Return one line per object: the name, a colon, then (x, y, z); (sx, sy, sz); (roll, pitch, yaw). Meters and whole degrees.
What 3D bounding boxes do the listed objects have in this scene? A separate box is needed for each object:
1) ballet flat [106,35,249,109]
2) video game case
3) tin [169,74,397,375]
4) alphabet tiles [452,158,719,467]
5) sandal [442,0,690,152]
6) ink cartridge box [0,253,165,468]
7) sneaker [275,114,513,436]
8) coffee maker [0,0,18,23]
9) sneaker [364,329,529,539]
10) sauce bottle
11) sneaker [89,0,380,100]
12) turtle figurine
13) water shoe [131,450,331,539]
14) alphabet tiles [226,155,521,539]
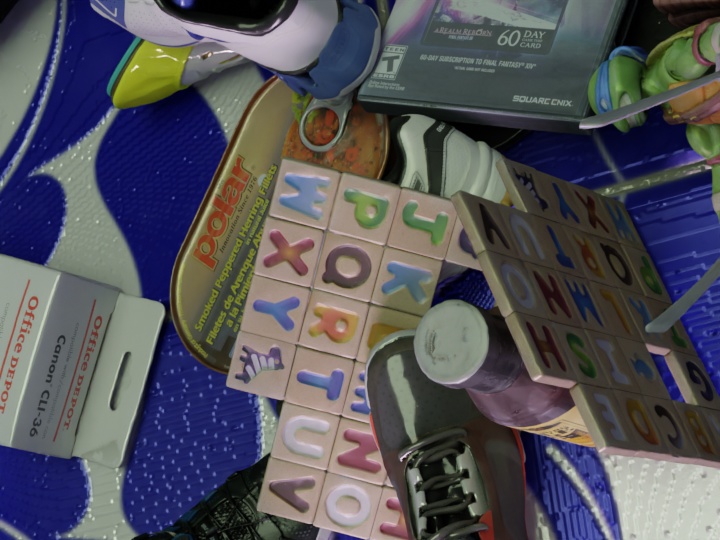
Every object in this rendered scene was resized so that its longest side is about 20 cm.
ballet flat: (-0.081, -0.171, 1.208); (0.067, 0.067, 0.200); (37, 97, 7)
video game case: (0.094, -0.171, 1.095); (0.142, 0.019, 0.201); (8, 66, 30)
tin: (-0.043, -0.030, 1.166); (0.112, 0.042, 0.201); (27, 93, 27)
alphabet tiles: (0.118, 0.020, 0.961); (0.008, 0.200, 0.168); (-34, 64, 25)
sandal: (0.104, -0.125, 1.099); (0.200, 0.045, 0.075); (-26, 68, 22)
ink cartridge box: (-0.232, 0.049, 1.237); (0.199, 0.067, 0.117); (13, 86, 31)
sneaker: (0.000, 0.000, 1.092); (0.088, 0.076, 0.200); (33, 97, -14)
coffee maker: (-0.261, -0.224, 1.261); (0.200, 0.134, 0.192); (-44, 40, 25)
sneaker: (0.056, 0.126, 1.022); (0.077, 0.082, 0.201); (-22, 87, 8)
sauce bottle: (0.088, 0.050, 0.979); (0.066, 0.200, 0.066); (-7, 75, 30)
sneaker: (-0.090, -0.171, 1.101); (0.199, 0.115, 0.081); (24, 84, 35)
turtle figurine: (0.214, -0.066, 0.956); (0.193, 0.200, 0.144); (-12, 113, 13)
water shoe: (-0.094, 0.175, 1.124); (0.200, 0.079, 0.072); (-46, 62, 13)
alphabet tiles: (0.013, 0.053, 1.063); (0.167, 0.008, 0.201); (14, 103, -2)
